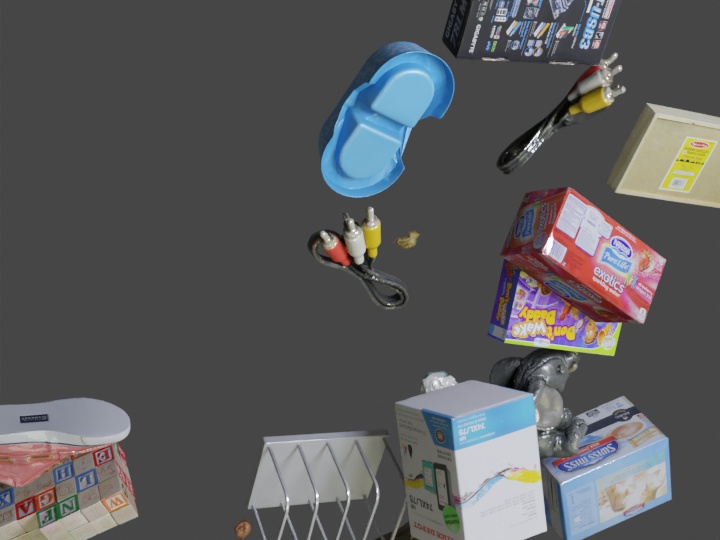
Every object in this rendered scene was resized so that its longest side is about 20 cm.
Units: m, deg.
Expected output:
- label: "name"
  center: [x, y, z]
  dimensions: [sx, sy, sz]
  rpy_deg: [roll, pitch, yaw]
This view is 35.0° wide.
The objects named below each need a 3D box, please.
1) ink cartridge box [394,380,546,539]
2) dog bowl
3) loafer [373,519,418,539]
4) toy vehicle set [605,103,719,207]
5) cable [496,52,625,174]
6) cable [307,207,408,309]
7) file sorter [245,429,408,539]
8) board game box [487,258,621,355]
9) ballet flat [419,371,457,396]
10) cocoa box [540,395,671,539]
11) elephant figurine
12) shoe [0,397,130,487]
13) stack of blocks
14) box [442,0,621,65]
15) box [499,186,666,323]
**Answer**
- label: "ink cartridge box"
  center: [0.155, 0.276, 1.607]
  dimensions: [0.145, 0.146, 0.202]
  rpy_deg: [-12, 99, -30]
- label: "dog bowl"
  center: [0.024, -0.180, 1.340]
  dimensions: [0.111, 0.050, 0.201]
  rpy_deg: [20, 117, -35]
- label: "loafer"
  center: [0.095, 0.451, 1.877]
  dimensions: [0.199, 0.068, 0.076]
  rpy_deg: [-32, 133, 4]
- label: "toy vehicle set"
  center: [0.445, -0.154, 1.562]
  dimensions: [0.198, 0.027, 0.125]
  rpy_deg: [6, 124, -28]
- label: "cable"
  center: [0.244, -0.200, 1.418]
  dimensions: [0.199, 0.098, 0.050]
  rpy_deg: [-29, 126, 29]
- label: "cable"
  center: [0.000, 0.000, 1.466]
  dimensions: [0.096, 0.051, 0.201]
  rpy_deg: [-23, 133, 3]
- label: "file sorter"
  center: [-0.048, 0.331, 1.677]
  dimensions: [0.198, 0.125, 0.140]
  rpy_deg: [0, 127, -23]
- label: "board game box"
  center: [0.283, 0.041, 1.602]
  dimensions: [0.198, 0.045, 0.136]
  rpy_deg: [8, 98, -29]
- label: "ballet flat"
  center: [0.130, 0.238, 1.720]
  dimensions: [0.071, 0.072, 0.201]
  rpy_deg: [-17, 131, -10]
- label: "cocoa box"
  center: [0.377, 0.318, 1.824]
  dimensions: [0.199, 0.131, 0.134]
  rpy_deg: [-20, 120, -13]
- label: "elephant figurine"
  center: [0.262, 0.176, 1.704]
  dimensions: [0.140, 0.155, 0.201]
  rpy_deg: [5, 127, 28]
- label: "shoe"
  center: [-0.400, 0.222, 1.474]
  dimensions: [0.198, 0.072, 0.092]
  rpy_deg: [0, 129, -17]
- label: "stack of blocks"
  center: [-0.404, 0.306, 1.506]
  dimensions: [0.199, 0.115, 0.059]
  rpy_deg: [-23, 133, -4]
- label: "box"
  center: [0.210, -0.334, 1.296]
  dimensions: [0.197, 0.050, 0.201]
  rpy_deg: [-3, 128, -23]
- label: "box"
  center: [0.296, -0.017, 1.514]
  dimensions: [0.199, 0.095, 0.100]
  rpy_deg: [32, 74, -26]
